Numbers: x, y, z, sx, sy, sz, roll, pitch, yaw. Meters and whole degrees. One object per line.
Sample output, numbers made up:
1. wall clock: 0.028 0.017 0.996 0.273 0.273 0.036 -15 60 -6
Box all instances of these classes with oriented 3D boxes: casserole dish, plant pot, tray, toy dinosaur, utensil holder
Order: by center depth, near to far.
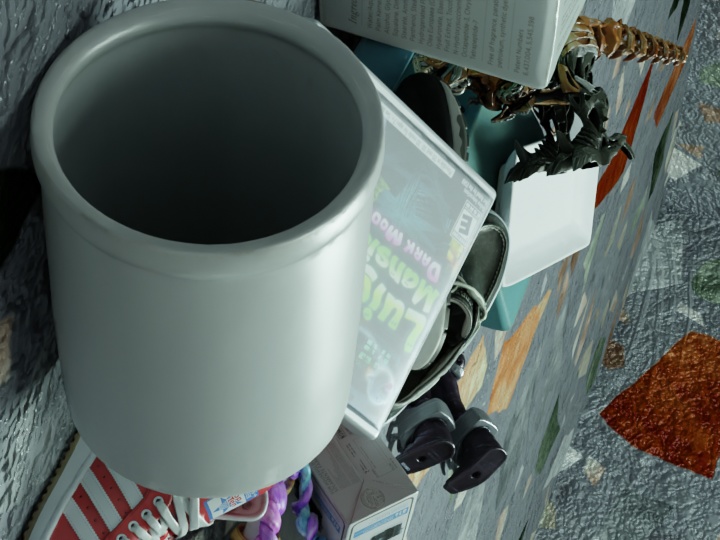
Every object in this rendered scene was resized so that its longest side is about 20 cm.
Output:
1. utensil holder: -0.075 -0.006 1.051 0.201 0.169 0.171 94 18 -49
2. casserole dish: 0.018 -0.157 1.483 0.121 0.039 0.201 -58 -176 49
3. toy dinosaur: 0.139 -0.137 1.484 0.102 0.198 0.137 -23 103 -87
4. plant pot: 0.064 -0.076 1.633 0.201 0.140 0.142 73 36 -58
5. tray: 0.144 -0.057 1.636 0.200 0.022 0.108 -23 122 -63

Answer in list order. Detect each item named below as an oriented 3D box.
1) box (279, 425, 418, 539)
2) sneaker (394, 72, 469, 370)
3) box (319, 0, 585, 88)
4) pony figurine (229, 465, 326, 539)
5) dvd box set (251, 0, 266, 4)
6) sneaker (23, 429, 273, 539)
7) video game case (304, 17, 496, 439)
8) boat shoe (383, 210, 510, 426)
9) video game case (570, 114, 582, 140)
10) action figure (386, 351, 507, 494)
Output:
1. box: -0.025 0.184 1.545 0.060 0.117 0.201 -24 151 -24
2. sneaker: 0.015 -0.041 1.365 0.076 0.087 0.202 -30 -128 60
3. box: 0.084 -0.270 1.381 0.201 0.170 0.200 94 19 -49
4. pony figurine: -0.076 0.227 1.436 0.194 0.165 0.201 -94 -165 -57
5. dvd box set: -0.063 -0.048 1.272 0.146 0.029 0.202 24 83 -59
6. sneaker: -0.119 0.145 1.176 0.071 0.112 0.201 79 30 -63
7. video game case: -0.014 -0.022 1.263 0.200 0.023 0.183 40 71 -41
8. boat shoe: 0.059 0.034 1.486 0.071 0.072 0.201 -18 -145 58
9. video game case: 0.125 -0.201 1.604 0.201 0.022 0.183 58 13 -30
10. action figure: 0.046 0.069 1.571 0.130 0.069 0.201 33 31 -37
